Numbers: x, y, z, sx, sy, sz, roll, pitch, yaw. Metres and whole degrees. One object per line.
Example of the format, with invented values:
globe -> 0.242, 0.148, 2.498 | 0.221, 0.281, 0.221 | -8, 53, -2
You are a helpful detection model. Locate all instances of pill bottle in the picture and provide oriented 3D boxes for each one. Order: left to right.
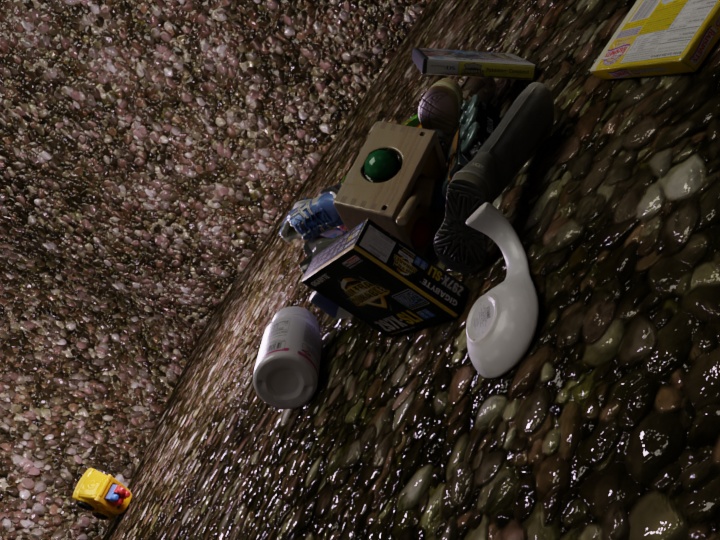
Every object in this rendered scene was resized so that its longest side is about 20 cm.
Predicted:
pill bottle -> -0.128, 0.152, 1.290 | 0.114, 0.113, 0.200 | -53, 14, 20

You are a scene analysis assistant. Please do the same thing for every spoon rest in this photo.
spoon rest -> 0.148, 0.020, 0.738 | 0.099, 0.060, 0.201 | -46, 31, 45

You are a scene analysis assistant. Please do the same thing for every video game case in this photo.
video game case -> 0.183, -0.348, 1.176 | 0.200, 0.179, 0.026 | -91, 4, -67

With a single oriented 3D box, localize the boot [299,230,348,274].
boot -> -0.032, -0.043, 1.225 | 0.130, 0.068, 0.200 | -35, 13, 10

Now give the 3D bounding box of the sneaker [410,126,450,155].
sneaker -> 0.079, -0.208, 1.168 | 0.200, 0.066, 0.091 | -18, 44, 55

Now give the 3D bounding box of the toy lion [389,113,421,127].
toy lion -> 0.117, -0.268, 1.422 | 0.191, 0.069, 0.200 | -29, 27, 32

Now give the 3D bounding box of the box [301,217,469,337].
box -> 0.026, 0.018, 0.929 | 0.050, 0.159, 0.200 | -64, 15, -22

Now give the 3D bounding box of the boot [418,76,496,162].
boot -> 0.167, -0.285, 1.171 | 0.155, 0.072, 0.200 | -51, -16, -17

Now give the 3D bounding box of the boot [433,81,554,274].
boot -> 0.170, -0.114, 0.884 | 0.200, 0.072, 0.182 | -56, -16, -36

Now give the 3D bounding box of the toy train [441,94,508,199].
toy train -> 0.169, -0.178, 1.039 | 0.200, 0.085, 0.114 | -77, 13, -55

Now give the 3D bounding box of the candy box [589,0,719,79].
candy box -> 0.325, -0.257, 0.755 | 0.103, 0.026, 0.200 | -59, 13, 8

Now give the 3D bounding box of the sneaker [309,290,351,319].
sneaker -> 0.000, 0.000, 1.273 | 0.199, 0.080, 0.115 | -42, 14, 40

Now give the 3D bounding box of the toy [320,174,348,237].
toy -> -0.016, -0.107, 1.336 | 0.115, 0.047, 0.200 | -25, -26, -14

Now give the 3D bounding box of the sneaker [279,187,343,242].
sneaker -> -0.074, -0.090, 1.239 | 0.077, 0.076, 0.200 | -52, 19, -27

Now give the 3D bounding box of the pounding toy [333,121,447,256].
pounding toy -> 0.062, -0.105, 1.037 | 0.185, 0.142, 0.200 | -63, -29, -21

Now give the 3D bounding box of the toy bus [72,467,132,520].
toy bus -> -0.900, 0.819, 2.549 | 0.191, 0.200, 0.136 | -3, 47, 29
